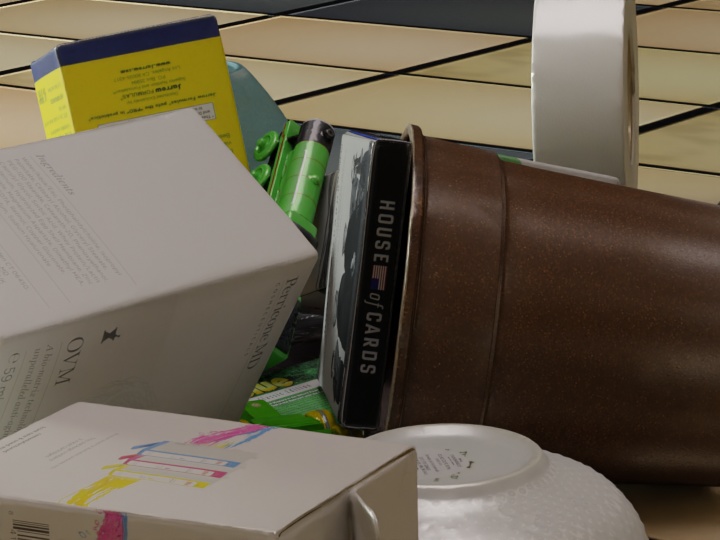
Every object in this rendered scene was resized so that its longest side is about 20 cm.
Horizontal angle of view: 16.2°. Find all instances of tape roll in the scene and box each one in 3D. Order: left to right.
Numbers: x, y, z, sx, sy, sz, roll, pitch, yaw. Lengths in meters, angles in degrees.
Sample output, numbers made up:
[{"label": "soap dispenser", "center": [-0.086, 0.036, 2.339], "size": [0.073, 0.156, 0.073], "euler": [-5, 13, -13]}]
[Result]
[{"label": "tape roll", "center": [0.175, -0.132, 1.950], "size": [0.071, 0.203, 0.202], "euler": [-1, 14, 9]}]

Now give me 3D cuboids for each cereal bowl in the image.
[{"label": "cereal bowl", "center": [0.042, 0.126, 1.203], "size": [0.200, 0.083, 0.200], "euler": [-2, 15, 0]}]

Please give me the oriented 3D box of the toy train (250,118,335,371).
[{"label": "toy train", "center": [-0.051, -0.018, 1.553], "size": [0.056, 0.042, 0.200], "euler": [-30, 35, 40]}]

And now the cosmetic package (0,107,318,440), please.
[{"label": "cosmetic package", "center": [-0.157, 0.043, 1.273], "size": [0.200, 0.199, 0.123], "euler": [-18, 55, -42]}]

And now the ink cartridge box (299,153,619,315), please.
[{"label": "ink cartridge box", "center": [0.050, -0.016, 1.574], "size": [0.146, 0.084, 0.200], "euler": [10, -10, -20]}]

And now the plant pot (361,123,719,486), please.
[{"label": "plant pot", "center": [0.110, 0.032, 1.359], "size": [0.198, 0.200, 0.200], "euler": [7, 14, -3]}]

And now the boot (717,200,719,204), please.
[{"label": "boot", "center": [0.321, -0.008, 1.677], "size": [0.211, 0.080, 0.158], "euler": [-9, 16, -21]}]

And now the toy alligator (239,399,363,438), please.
[{"label": "toy alligator", "center": [-0.046, 0.103, 1.368], "size": [0.059, 0.054, 0.200], "euler": [-6, 9, -21]}]

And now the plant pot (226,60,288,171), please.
[{"label": "plant pot", "center": [-0.133, -0.091, 1.974], "size": [0.200, 0.135, 0.200], "euler": [-3, 14, 1]}]

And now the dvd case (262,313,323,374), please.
[{"label": "dvd case", "center": [-0.063, 0.062, 1.602], "size": [0.149, 0.016, 0.200], "euler": [12, 21, 43]}]

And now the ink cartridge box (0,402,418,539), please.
[{"label": "ink cartridge box", "center": [-0.066, 0.142, 1.069], "size": [0.200, 0.129, 0.125], "euler": [6, 16, 27]}]

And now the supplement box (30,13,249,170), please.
[{"label": "supplement box", "center": [-0.134, -0.054, 1.642], "size": [0.109, 0.200, 0.109], "euler": [-13, 3, -16]}]

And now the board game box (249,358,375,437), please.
[{"label": "board game box", "center": [0.014, 0.074, 1.503], "size": [0.200, 0.023, 0.105], "euler": [-14, 28, -41]}]

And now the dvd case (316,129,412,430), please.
[{"label": "dvd case", "center": [0.000, 0.000, 1.385], "size": [0.025, 0.150, 0.200], "euler": [6, 4, -4]}]
